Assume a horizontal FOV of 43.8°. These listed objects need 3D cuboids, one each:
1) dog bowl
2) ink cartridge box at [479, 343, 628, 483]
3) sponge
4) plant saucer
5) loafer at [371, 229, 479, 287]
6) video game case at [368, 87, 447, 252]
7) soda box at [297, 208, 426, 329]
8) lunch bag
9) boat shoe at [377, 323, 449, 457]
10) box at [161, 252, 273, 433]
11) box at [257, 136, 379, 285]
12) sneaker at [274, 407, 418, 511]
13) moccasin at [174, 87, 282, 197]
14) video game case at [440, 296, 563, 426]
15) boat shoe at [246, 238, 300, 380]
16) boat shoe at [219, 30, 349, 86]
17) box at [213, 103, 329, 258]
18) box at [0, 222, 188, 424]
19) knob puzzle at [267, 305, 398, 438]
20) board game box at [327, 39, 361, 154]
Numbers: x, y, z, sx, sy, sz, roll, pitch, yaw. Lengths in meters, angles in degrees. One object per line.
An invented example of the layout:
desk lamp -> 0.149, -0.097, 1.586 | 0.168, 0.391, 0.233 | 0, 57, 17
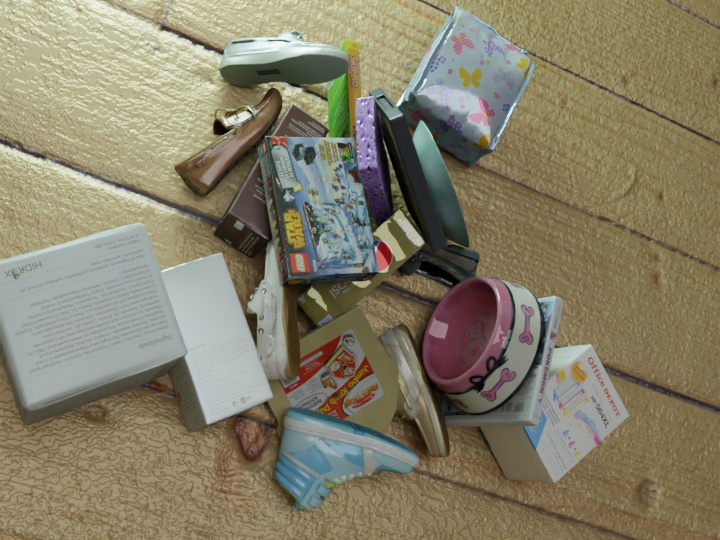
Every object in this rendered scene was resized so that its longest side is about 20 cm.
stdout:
dog bowl -> 0.167, 0.099, 1.288 | 0.073, 0.199, 0.203 | 28, 67, -28
ink cartridge box -> 0.292, 0.207, 1.352 | 0.198, 0.125, 0.130 | -33, 96, -26
sponge -> 0.023, -0.149, 1.305 | 0.029, 0.201, 0.114 | -6, 67, 8
plant saucer -> 0.110, -0.123, 1.349 | 0.038, 0.201, 0.204 | -21, 84, 1
loafer -> 0.094, -0.015, 1.370 | 0.196, 0.072, 0.064 | 11, 78, -21
video game case -> 0.067, -0.148, 1.291 | 0.025, 0.181, 0.203 | -20, 114, 0
soda box -> 0.000, 0.000, 1.288 | 0.199, 0.068, 0.064 | -40, 92, -3
lunch bag -> 0.174, -0.300, 1.447 | 0.168, 0.127, 0.202 | 31, 76, -9
boat shoe -> 0.072, 0.183, 1.311 | 0.068, 0.074, 0.203 | -22, 76, 8
box -> -0.206, 0.098, 1.187 | 0.096, 0.124, 0.203 | -18, 84, -25
box -> -0.058, -0.083, 1.222 | 0.134, 0.040, 0.204 | -2, 72, -27
sneaker -> -0.026, 0.276, 1.226 | 0.196, 0.080, 0.133 | 18, 88, -5
moccasin -> -0.190, -0.199, 1.306 | 0.078, 0.073, 0.202 | 46, 74, -13
video game case -> 0.200, 0.136, 1.301 | 0.023, 0.199, 0.185 | 27, 67, -27
boat shoe -> -0.124, 0.049, 1.217 | 0.068, 0.071, 0.204 | -8, 68, 14
boat shoe -> -0.113, -0.324, 1.334 | 0.196, 0.070, 0.073 | -1, 65, 9
box -> -0.128, -0.129, 1.291 | 0.074, 0.100, 0.202 | 33, 67, -10
box -> -0.341, 0.070, 1.097 | 0.197, 0.199, 0.174 | -17, 83, -25
knob puzzle -> -0.034, 0.177, 1.268 | 0.215, 0.030, 0.225 | -2, 98, -13
board game box -> -0.024, -0.236, 1.364 | 0.029, 0.095, 0.204 | 5, 74, -20
